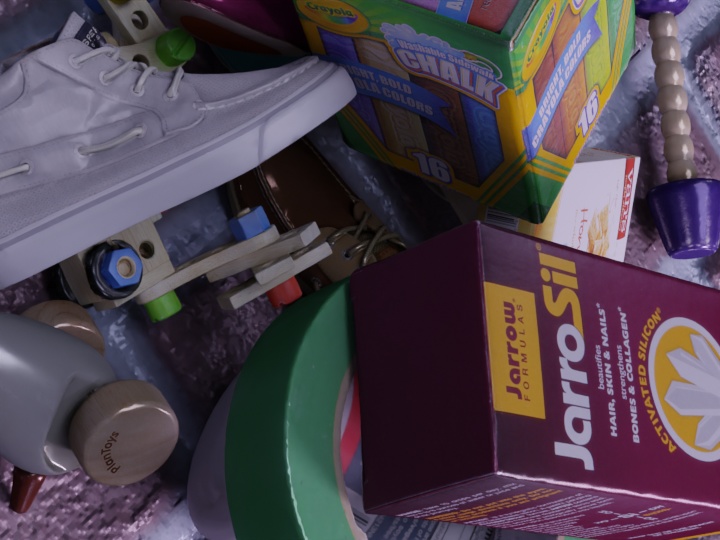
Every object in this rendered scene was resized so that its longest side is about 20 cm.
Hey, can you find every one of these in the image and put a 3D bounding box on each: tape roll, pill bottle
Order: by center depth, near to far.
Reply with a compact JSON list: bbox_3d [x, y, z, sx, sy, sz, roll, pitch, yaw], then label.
[{"bbox_3d":[0.030,0.097,0.688,0.199,0.048,0.202,18,62,-37],"label":"tape roll"},{"bbox_3d":[0.019,0.130,0.781,0.199,0.119,0.120,35,59,-27],"label":"pill bottle"}]

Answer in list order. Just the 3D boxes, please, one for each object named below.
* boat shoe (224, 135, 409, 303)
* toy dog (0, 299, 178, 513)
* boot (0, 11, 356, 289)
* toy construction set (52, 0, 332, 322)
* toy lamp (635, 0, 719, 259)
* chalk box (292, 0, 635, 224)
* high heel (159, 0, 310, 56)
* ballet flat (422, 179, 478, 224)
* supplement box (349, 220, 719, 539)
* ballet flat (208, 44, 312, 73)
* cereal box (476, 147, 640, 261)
[{"bbox_3d":[0.000,0.000,0.829,0.076,0.074,0.201,-42,105,-38],"label":"boat shoe"},{"bbox_3d":[-0.184,0.059,0.657,0.199,0.132,0.097,27,101,-26],"label":"toy dog"},{"bbox_3d":[-0.104,-0.076,0.667,0.199,0.073,0.096,-28,102,-15],"label":"boot"},{"bbox_3d":[-0.110,-0.054,0.752,0.131,0.092,0.201,-34,89,-39],"label":"toy construction set"},{"bbox_3d":[0.227,-0.109,1.052,0.058,0.058,0.202,5,76,-38],"label":"toy lamp"},{"bbox_3d":[0.051,-0.138,0.693,0.125,0.123,0.200,-59,157,-18],"label":"chalk box"},{"bbox_3d":[-0.030,-0.157,0.764,0.200,0.067,0.097,3,97,-59],"label":"high heel"},{"bbox_3d":[0.035,-0.101,0.891,0.200,0.069,0.069,52,53,-10],"label":"ballet flat"},{"bbox_3d":[0.098,0.059,0.670,0.199,0.085,0.111,14,65,-38],"label":"supplement box"},{"bbox_3d":[-0.083,-0.188,0.820,0.201,0.067,0.062,55,20,-22],"label":"ballet flat"},{"bbox_3d":[0.112,0.003,0.861,0.200,0.039,0.145,-14,114,-63],"label":"cereal box"}]
